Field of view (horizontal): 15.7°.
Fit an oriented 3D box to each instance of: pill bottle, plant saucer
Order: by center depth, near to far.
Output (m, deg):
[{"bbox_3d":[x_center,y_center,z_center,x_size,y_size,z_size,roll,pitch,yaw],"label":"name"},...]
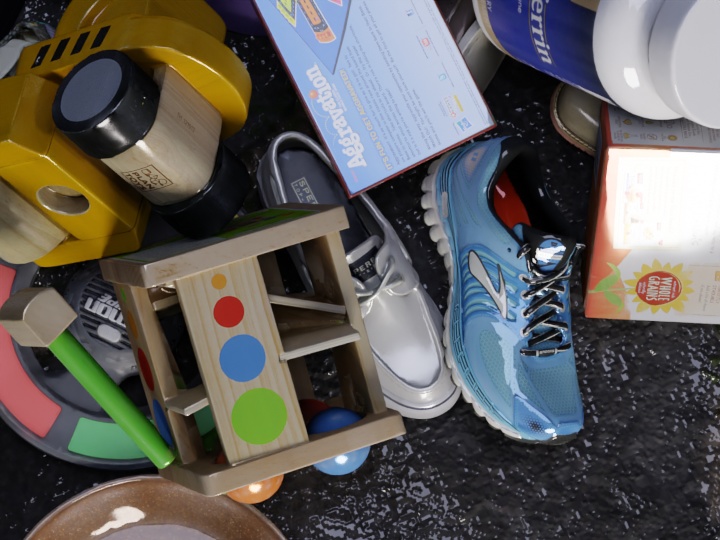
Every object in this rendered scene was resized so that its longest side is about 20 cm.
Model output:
[{"bbox_3d":[0.164,-0.156,1.552,0.116,0.200,0.116,-12,115,-29],"label":"pill bottle"},{"bbox_3d":[-0.124,0.225,1.583,0.200,0.037,0.201,0,77,-2],"label":"plant saucer"}]

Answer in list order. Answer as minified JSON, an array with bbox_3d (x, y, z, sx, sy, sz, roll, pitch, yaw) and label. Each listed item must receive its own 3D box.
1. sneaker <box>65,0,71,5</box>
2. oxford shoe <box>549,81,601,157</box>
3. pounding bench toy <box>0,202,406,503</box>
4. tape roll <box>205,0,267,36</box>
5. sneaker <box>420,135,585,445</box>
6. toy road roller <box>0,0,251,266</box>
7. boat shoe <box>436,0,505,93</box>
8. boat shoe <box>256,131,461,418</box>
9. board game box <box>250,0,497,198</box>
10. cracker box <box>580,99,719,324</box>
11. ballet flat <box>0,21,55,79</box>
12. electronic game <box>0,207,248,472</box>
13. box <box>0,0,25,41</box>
[{"bbox_3d":[-0.141,-0.172,1.612,0.080,0.074,0.200,-20,117,-14],"label":"sneaker"},{"bbox_3d":[0.220,-0.094,1.647,0.200,0.074,0.071,11,77,1],"label":"oxford shoe"},{"bbox_3d":[-0.097,0.062,1.532,0.200,0.124,0.156,-17,97,-16],"label":"pounding bench toy"},{"bbox_3d":[-0.058,-0.257,1.674,0.200,0.085,0.200,0,77,-1],"label":"tape roll"},{"bbox_3d":[0.096,0.009,1.600,0.078,0.090,0.200,-7,76,-35],"label":"sneaker"},{"bbox_3d":[-0.156,-0.097,1.539,0.200,0.123,0.146,-13,52,33],"label":"toy road roller"},{"bbox_3d":[0.073,-0.176,1.664,0.059,0.072,0.200,29,86,17],"label":"boat shoe"},{"bbox_3d":[0.000,0.000,1.623,0.072,0.066,0.200,-26,79,-7],"label":"boat shoe"},{"bbox_3d":[-0.006,-0.156,1.604,0.103,0.019,0.200,-26,90,-8],"label":"board game box"},{"bbox_3d":[0.241,-0.033,1.602,0.200,0.134,0.058,3,38,-1],"label":"cracker box"},{"bbox_3d":[-0.240,-0.073,1.622,0.072,0.072,0.200,26,70,4],"label":"ballet flat"},{"bbox_3d":[-0.147,0.026,1.626,0.200,0.042,0.200,0,77,-2],"label":"electronic game"},{"bbox_3d":[-0.274,-0.187,1.601,0.104,0.182,0.200,25,77,6],"label":"box"}]
